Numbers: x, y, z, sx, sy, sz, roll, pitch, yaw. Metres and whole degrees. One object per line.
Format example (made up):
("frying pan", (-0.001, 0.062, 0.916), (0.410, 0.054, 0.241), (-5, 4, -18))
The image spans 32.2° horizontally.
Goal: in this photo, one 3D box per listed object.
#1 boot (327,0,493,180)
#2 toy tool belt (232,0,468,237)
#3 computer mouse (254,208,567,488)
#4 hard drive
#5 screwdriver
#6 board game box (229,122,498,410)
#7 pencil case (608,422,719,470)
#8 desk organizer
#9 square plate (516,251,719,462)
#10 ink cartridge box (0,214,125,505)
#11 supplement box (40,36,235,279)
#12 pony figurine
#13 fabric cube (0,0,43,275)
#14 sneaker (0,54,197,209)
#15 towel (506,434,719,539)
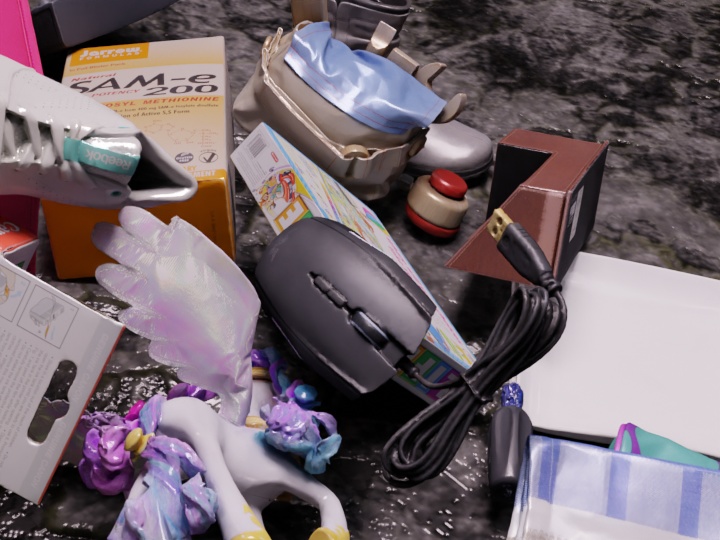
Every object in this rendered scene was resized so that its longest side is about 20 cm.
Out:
("boot", (0.025, -0.159, 1.014), (0.198, 0.133, 0.070), (19, 35, 9))
("toy tool belt", (0.012, -0.123, 0.936), (0.199, 0.124, 0.125), (30, 26, 1))
("computer mouse", (0.017, 0.005, 0.672), (0.140, 0.046, 0.200), (-44, 47, 3))
("hard drive", (-0.232, -0.210, 1.026), (0.134, 0.043, 0.200), (-13, 18, 29))
("screwdriver", (0.095, 0.060, 0.789), (0.028, 0.029, 0.201), (-13, 42, 19))
("board game box", (0.000, 0.000, 0.814), (0.134, 0.034, 0.201), (37, 15, -44))
("pencil case", (0.220, 0.160, 0.687), (0.198, 0.086, 0.092), (23, 5, 16))
("desk organizer", (0.125, -0.050, 0.903), (0.076, 0.073, 0.200), (12, 18, 15))
("square plate", (0.199, 0.062, 0.861), (0.197, 0.029, 0.199), (11, 37, -2))
("ink cartridge box", (-0.217, 0.017, 0.618), (0.199, 0.110, 0.050), (29, 13, 1))
("supplement box", (-0.154, -0.087, 0.898), (0.124, 0.074, 0.201), (-6, 38, -3))
("pony figurine", (-0.089, 0.090, 0.662), (0.192, 0.167, 0.201), (32, 22, -30))
("fabric cube", (-0.304, -0.076, 0.754), (0.197, 0.202, 0.197), (-2, 37, -22))
("sneaker", (-0.153, -0.064, 0.612), (0.088, 0.076, 0.199), (18, 6, 25))
("towel", (0.135, 0.184, 0.612), (0.145, 0.024, 0.202), (11, 61, 6))
